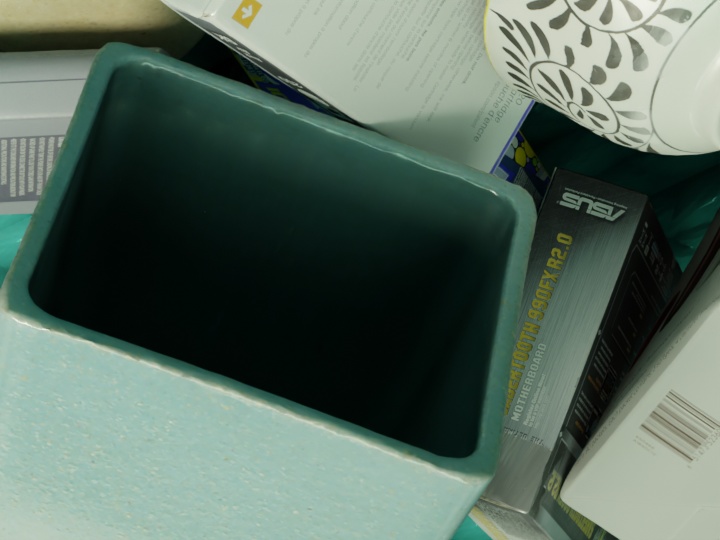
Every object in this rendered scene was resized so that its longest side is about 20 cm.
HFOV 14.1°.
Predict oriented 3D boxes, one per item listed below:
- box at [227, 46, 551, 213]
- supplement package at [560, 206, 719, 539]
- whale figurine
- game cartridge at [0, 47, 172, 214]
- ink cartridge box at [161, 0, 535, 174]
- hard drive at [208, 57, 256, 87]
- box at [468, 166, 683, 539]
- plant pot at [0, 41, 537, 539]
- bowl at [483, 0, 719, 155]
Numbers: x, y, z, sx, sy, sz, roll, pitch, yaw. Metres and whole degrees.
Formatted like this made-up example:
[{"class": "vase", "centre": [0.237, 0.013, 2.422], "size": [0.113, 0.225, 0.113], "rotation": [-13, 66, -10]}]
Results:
[{"class": "box", "centre": [0.017, -0.069, 1.334], "size": [0.070, 0.064, 0.200], "rotation": [-1, 138, 37]}, {"class": "supplement package", "centre": [0.221, 0.029, 1.304], "size": [0.147, 0.200, 0.191], "rotation": [34, 142, 0]}, {"class": "whale figurine", "centre": [-0.155, -0.138, 1.308], "size": [0.200, 0.104, 0.159], "rotation": [-19, 151, 35]}, {"class": "game cartridge", "centre": [-0.143, -0.062, 1.325], "size": [0.133, 0.041, 0.200], "rotation": [1, 169, -7]}, {"class": "ink cartridge box", "centre": [0.034, -0.153, 1.223], "size": [0.200, 0.043, 0.198], "rotation": [32, 89, -48]}, {"class": "hard drive", "centre": [0.000, 0.000, 1.407], "size": [0.200, 0.140, 0.033], "rotation": [25, 152, -26]}, {"class": "box", "centre": [0.104, 0.057, 1.393], "size": [0.048, 0.159, 0.200], "rotation": [18, 170, 19]}, {"class": "plant pot", "centre": [-0.059, 0.063, 1.197], "size": [0.196, 0.196, 0.200], "rotation": [19, 127, -4]}, {"class": "bowl", "centre": [0.160, -0.110, 1.219], "size": [0.201, 0.094, 0.201], "rotation": [-24, 150, -15]}]
